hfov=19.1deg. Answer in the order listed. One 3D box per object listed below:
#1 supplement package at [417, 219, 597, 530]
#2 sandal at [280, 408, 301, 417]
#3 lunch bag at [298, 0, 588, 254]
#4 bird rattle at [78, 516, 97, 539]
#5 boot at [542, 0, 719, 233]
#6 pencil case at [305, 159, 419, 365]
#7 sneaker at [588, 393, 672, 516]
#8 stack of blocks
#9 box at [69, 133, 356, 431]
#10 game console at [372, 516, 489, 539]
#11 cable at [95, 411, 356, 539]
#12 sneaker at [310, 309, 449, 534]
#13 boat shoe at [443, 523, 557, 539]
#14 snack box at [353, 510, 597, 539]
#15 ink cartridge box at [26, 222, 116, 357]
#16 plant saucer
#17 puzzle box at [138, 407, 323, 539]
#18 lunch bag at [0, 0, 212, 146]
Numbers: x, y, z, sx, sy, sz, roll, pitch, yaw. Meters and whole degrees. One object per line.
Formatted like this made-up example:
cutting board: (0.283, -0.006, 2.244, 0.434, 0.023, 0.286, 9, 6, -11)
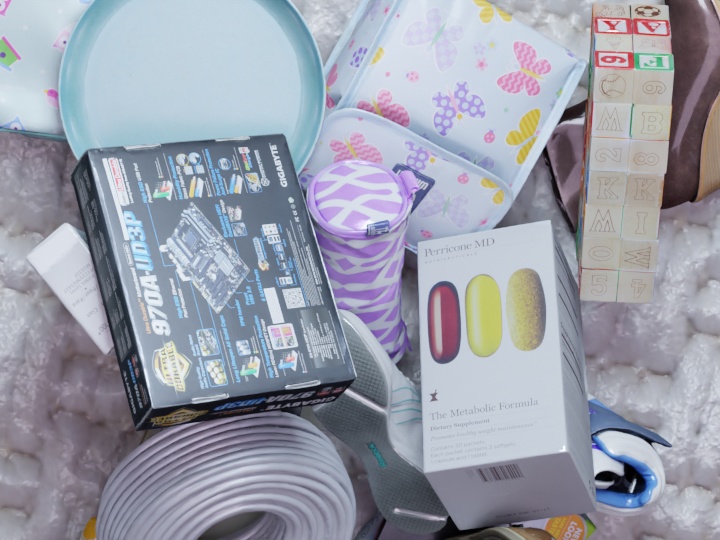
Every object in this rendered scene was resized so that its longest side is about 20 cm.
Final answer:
supplement package: (0.110, 0.080, 1.633, 0.113, 0.110, 0.201, -10, 57, 13)
sandal: (-0.066, 0.021, 1.681, 0.043, 0.076, 0.201, -3, 75, -5)
lunch bag: (0.053, -0.118, 1.659, 0.169, 0.127, 0.200, 29, 98, -16)
bird rattle: (-0.192, 0.288, 1.704, 0.199, 0.113, 0.163, 29, 92, -12)
boot: (0.220, -0.141, 1.702, 0.166, 0.072, 0.201, -16, 104, -6)
pencil case: (0.000, 0.000, 1.647, 0.085, 0.084, 0.200, -18, 144, -17)
sneaker: (0.157, 0.122, 1.698, 0.200, 0.146, 0.081, 35, 93, -11)
stack of blocks: (0.200, -0.090, 1.633, 0.058, 0.115, 0.201, 3, 121, 3)
box: (-0.105, 0.004, 1.513, 0.158, 0.046, 0.201, -7, 69, -28)
game console: (0.080, 0.293, 1.722, 0.199, 0.031, 0.177, 24, 96, -11)
cable: (-0.102, 0.194, 1.634, 0.199, 0.069, 0.200, 1, 130, -26)
sneaker: (0.015, 0.107, 1.657, 0.070, 0.080, 0.201, -15, 117, 24)
boat shoe: (0.124, 0.220, 1.612, 0.068, 0.200, 0.072, -9, 94, -19)
snack box: (0.075, 0.239, 1.754, 0.142, 0.053, 0.200, 39, 93, -12)
ink cartridge box: (-0.163, 0.049, 1.604, 0.045, 0.200, 0.176, -41, 86, -1)
plant saucer: (-0.125, -0.134, 1.602, 0.199, 0.027, 0.201, 0, 97, -1)
puzzle box: (-0.106, 0.138, 1.732, 0.133, 0.025, 0.201, 23, 95, -9)
lunch bag: (-0.199, -0.176, 1.647, 0.199, 0.077, 0.161, 7, 97, -8)
